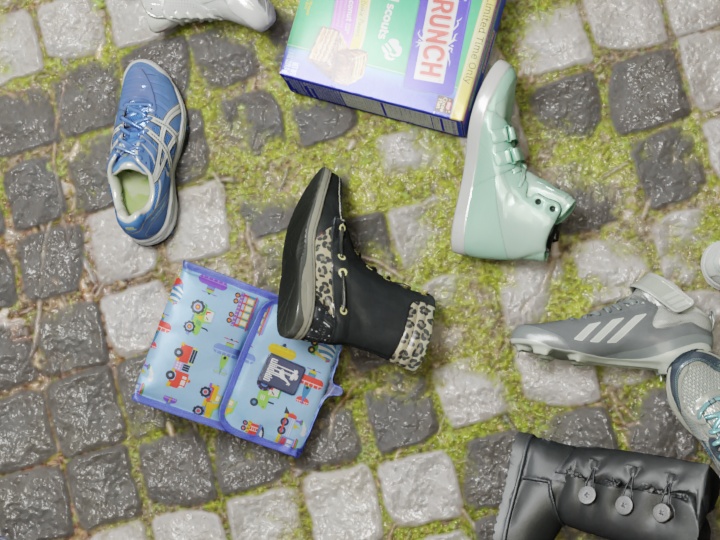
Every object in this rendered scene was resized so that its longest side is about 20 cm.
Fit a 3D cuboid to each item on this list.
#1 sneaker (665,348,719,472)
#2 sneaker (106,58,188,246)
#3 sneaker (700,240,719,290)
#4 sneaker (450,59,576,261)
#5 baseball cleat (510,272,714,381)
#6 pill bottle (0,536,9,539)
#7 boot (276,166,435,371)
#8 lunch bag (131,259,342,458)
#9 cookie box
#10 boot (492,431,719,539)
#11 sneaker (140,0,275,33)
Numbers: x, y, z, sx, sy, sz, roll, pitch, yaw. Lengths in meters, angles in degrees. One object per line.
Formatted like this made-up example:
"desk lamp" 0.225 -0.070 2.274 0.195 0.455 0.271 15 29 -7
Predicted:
"sneaker" 0.364 0.163 1.184 0.077 0.086 0.200 -33 96 4
"sneaker" -0.228 -0.129 1.325 0.075 0.077 0.201 -5 83 10
"sneaker" 0.434 -0.025 1.208 0.199 0.088 0.076 -19 81 7
"sneaker" 0.166 -0.107 1.262 0.118 0.074 0.201 10 97 16
"baseball cleat" 0.252 0.052 1.248 0.199 0.070 0.107 8 80 -1
"pill bottle" -0.417 0.320 1.298 0.199 0.112 0.113 24 89 10
"boot" -0.001 0.001 1.282 0.153 0.074 0.204 20 53 -18
"lunch bag" -0.114 0.095 1.295 0.199 0.094 0.151 20 87 -2
"cookie box" 0.037 -0.250 1.295 0.199 0.075 0.172 15 87 9
"boot" 0.233 0.252 1.202 0.199 0.066 0.166 8 86 25
"sneaker" -0.182 -0.291 1.341 0.200 0.078 0.100 31 97 19
